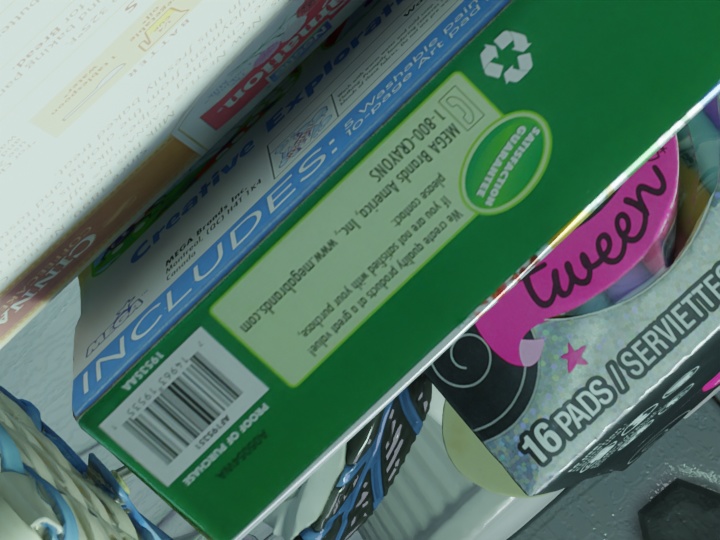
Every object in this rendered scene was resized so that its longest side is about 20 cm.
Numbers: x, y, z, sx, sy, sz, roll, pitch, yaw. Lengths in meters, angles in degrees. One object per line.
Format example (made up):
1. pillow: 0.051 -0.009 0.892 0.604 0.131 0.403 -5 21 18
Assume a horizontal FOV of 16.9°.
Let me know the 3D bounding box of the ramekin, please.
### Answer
1. ramekin: 0.072 0.094 1.392 0.202 0.094 0.202 -39 169 -9

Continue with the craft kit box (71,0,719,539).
1. craft kit box: 0.022 -0.063 0.496 0.200 0.048 0.198 -43 -158 11

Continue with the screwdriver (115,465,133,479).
1. screwdriver: -0.106 0.084 0.913 0.029 0.028 0.200 -11 -171 34

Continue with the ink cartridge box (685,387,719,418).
1. ink cartridge box: 0.362 0.048 2.292 0.116 0.068 0.200 -35 169 -33

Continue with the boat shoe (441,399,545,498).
1. boat shoe: 0.084 -0.022 0.807 0.063 0.073 0.202 -55 169 -74

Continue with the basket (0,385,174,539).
1. basket: -0.128 0.113 0.641 0.176 0.139 0.200 -41 159 -8

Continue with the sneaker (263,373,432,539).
1. sneaker: 0.000 0.000 0.844 0.201 0.077 0.076 -62 161 12

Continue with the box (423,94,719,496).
1. box: 0.097 -0.046 0.688 0.200 0.115 0.132 -44 167 11

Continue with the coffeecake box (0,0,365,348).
1. coffeecake box: -0.078 -0.047 0.362 0.153 0.073 0.200 -44 169 2

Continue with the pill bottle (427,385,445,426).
1. pill bottle: 0.095 -0.032 0.911 0.200 0.114 0.114 -44 169 18

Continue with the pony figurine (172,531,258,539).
1. pony figurine: -0.116 0.222 1.170 0.192 0.167 0.200 -8 -163 39
